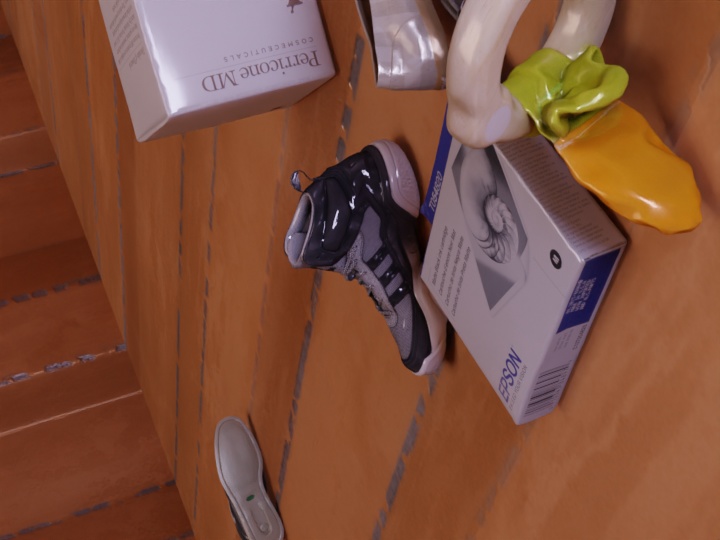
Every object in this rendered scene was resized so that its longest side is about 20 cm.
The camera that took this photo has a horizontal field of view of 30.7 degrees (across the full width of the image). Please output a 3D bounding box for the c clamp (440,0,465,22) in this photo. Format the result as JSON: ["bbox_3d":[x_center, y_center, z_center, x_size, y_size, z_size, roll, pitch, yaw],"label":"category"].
[{"bbox_3d":[0.077,-0.221,0.816,0.200,0.027,0.172,113,138,-61],"label":"c clamp"}]

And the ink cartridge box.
[{"bbox_3d":[0.089,-0.026,0.899,0.201,0.040,0.200,59,157,30],"label":"ink cartridge box"}]

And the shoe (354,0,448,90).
[{"bbox_3d":[0.013,-0.215,0.933,0.070,0.053,0.201,89,166,-67],"label":"shoe"}]

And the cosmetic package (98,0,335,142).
[{"bbox_3d":[-0.144,-0.244,1.223,0.166,0.166,0.201,170,84,-71],"label":"cosmetic package"}]

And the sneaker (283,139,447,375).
[{"bbox_3d":[0.000,0.000,1.085,0.075,0.113,0.202,-167,63,-70],"label":"sneaker"}]

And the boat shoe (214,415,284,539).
[{"bbox_3d":[-0.173,0.313,1.915,0.068,0.071,0.201,-23,85,67],"label":"boat shoe"}]

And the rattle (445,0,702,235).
[{"bbox_3d":[0.126,-0.136,0.656,0.143,0.129,0.201,50,132,41],"label":"rattle"}]
